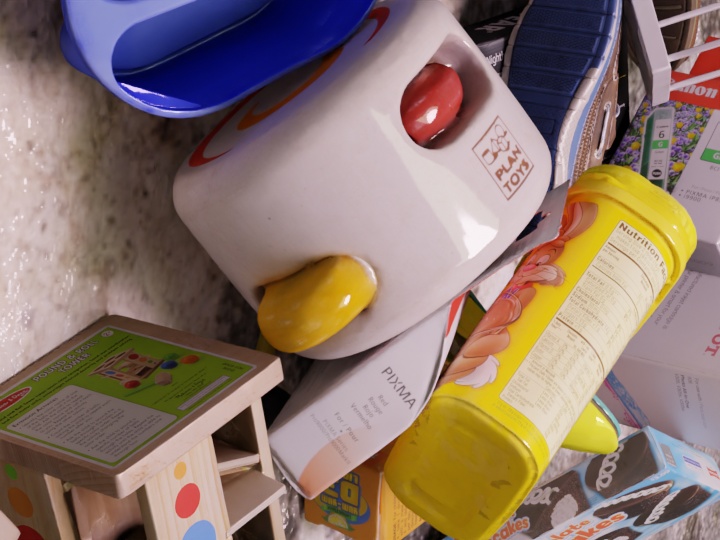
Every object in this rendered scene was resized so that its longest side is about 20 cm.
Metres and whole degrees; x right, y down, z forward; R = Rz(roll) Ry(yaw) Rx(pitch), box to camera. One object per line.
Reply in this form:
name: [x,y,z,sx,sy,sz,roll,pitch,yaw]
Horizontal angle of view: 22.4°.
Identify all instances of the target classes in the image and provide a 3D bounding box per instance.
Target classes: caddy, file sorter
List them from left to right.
caddy: [-0.073,-0.164,0.925,0.200,0.105,0.142,-31,121,-26]
file sorter: [0.229,-0.234,1.239,0.139,0.124,0.201,19,55,-80]

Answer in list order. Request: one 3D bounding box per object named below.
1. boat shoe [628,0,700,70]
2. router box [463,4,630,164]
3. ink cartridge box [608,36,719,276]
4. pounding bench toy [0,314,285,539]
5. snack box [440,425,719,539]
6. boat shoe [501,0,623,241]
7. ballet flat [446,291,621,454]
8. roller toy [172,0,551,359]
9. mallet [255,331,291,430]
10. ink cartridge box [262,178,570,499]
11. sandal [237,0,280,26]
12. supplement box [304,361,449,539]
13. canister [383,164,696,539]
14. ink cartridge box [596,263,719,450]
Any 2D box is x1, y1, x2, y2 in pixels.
boat shoe: [0.235,-0.251,1.386,0.068,0.072,0.201,-34,126,-44]
router box: [0.123,-0.108,1.289,0.200,0.051,0.150,-25,117,-48]
ink cartridge box: [0.257,-0.099,1.328,0.200,0.109,0.050,-60,146,-20]
pounding bench toy: [-0.137,0.145,0.940,0.200,0.124,0.157,-35,127,-44]
snack box: [0.153,0.183,1.308,0.116,0.200,0.037,25,38,-53]
boat shoe: [0.134,-0.107,1.210,0.072,0.072,0.201,16,93,-57]
ballet flat: [0.079,0.065,1.190,0.067,0.200,0.067,-44,175,-26]
roller toy: [0.005,-0.046,0.982,0.182,0.200,0.140,-38,104,1]
mallet: [-0.043,0.013,1.113,0.066,0.041,0.201,44,60,-53]
ink cartridge box: [0.047,0.035,1.032,0.050,0.200,0.162,55,15,-6]
sandal: [-0.031,-0.150,1.084,0.076,0.043,0.200,-63,147,-6]
supplement box: [0.047,0.112,1.227,0.200,0.066,0.069,-32,132,-46]
canister: [0.105,0.051,1.077,0.200,0.086,0.149,-51,174,-34]
ink cartridge box: [0.217,0.038,1.330,0.145,0.199,0.088,-50,136,-34]
